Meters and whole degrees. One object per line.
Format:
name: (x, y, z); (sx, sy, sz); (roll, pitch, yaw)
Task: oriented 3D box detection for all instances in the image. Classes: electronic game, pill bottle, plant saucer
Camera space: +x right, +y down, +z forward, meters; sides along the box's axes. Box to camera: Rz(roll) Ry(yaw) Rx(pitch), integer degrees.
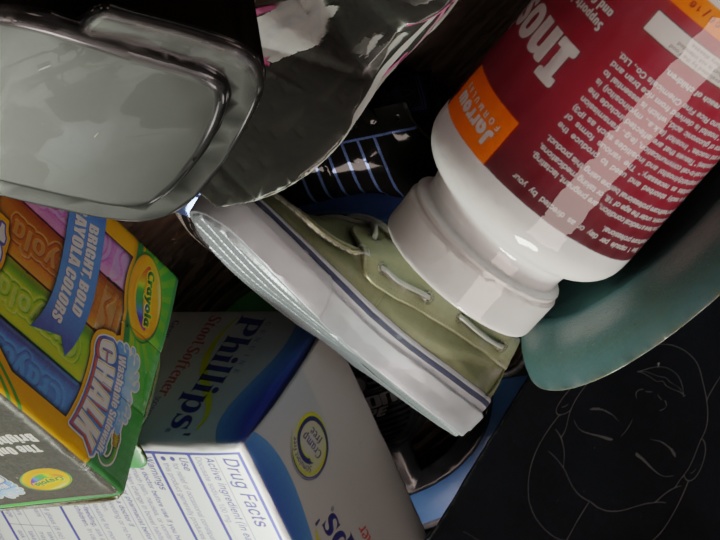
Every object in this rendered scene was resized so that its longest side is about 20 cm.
electronic game: (0.000, 0.066, 1.518); (0.200, 0.042, 0.200); (0, 125, -1)
pill bottle: (0.106, -0.070, 1.286); (0.113, 0.113, 0.200); (26, 113, -37)
plant saucer: (0.146, -0.024, 1.356); (0.027, 0.200, 0.200); (44, 125, -14)

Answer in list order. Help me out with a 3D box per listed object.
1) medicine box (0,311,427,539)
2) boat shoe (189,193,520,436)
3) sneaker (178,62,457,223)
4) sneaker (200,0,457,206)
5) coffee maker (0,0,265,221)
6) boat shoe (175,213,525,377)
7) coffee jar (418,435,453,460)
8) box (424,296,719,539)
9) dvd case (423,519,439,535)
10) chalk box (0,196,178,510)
medicine box: (-0.088, 0.121, 1.470); (0.200, 0.103, 0.182); (-1, 130, 31)
boat shoe: (-0.001, 0.006, 1.355); (0.200, 0.072, 0.062); (40, 81, -38)
sneaker: (-0.011, -0.066, 1.364); (0.200, 0.070, 0.078); (3, 133, -19)
sneaker: (-0.007, -0.105, 1.266); (0.200, 0.080, 0.086); (-38, 180, 19)
coffee maker: (-0.091, -0.134, 1.135); (0.192, 0.200, 0.135); (-3, 144, -5)
boat shoe: (0.000, 0.000, 1.421); (0.200, 0.060, 0.074); (26, 112, -20)
coffee jar: (0.090, 0.126, 1.620); (0.104, 0.085, 0.200); (19, 137, -36)
box: (0.166, 0.124, 1.446); (0.200, 0.197, 0.124); (29, 166, 15)
dvd case: (-0.062, 0.191, 1.595); (0.200, 0.146, 0.022); (-6, 115, 41)
chalk box: (-0.173, 0.033, 1.318); (0.125, 0.124, 0.200); (-7, 145, 31)
